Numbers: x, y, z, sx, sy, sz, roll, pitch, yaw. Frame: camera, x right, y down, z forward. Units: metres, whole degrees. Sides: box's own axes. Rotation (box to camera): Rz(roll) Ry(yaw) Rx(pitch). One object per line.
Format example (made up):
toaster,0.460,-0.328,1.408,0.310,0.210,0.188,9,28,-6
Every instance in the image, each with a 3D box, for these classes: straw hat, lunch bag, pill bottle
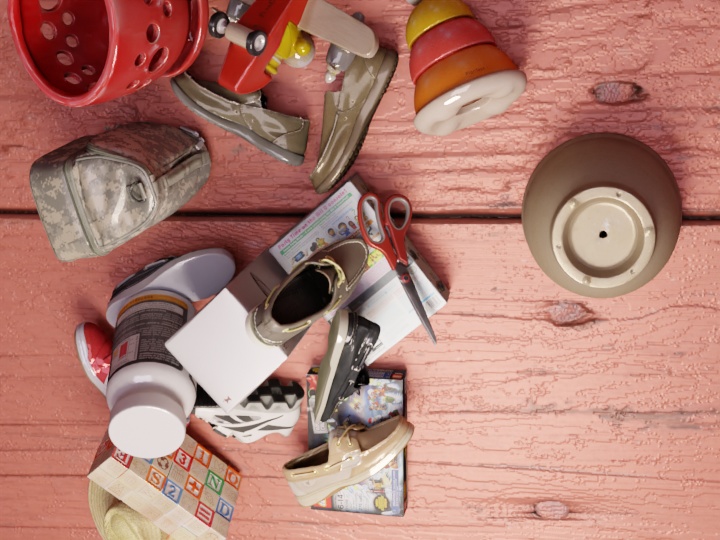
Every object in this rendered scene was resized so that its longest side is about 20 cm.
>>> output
straw hat,-0.323,0.366,1.561,0.197,0.085,0.205,3,105,11
lunch bag,-0.293,-0.111,1.368,0.165,0.200,0.142,-9,106,17
pill bottle,-0.264,0.131,1.382,0.114,0.202,0.118,-2,131,-2

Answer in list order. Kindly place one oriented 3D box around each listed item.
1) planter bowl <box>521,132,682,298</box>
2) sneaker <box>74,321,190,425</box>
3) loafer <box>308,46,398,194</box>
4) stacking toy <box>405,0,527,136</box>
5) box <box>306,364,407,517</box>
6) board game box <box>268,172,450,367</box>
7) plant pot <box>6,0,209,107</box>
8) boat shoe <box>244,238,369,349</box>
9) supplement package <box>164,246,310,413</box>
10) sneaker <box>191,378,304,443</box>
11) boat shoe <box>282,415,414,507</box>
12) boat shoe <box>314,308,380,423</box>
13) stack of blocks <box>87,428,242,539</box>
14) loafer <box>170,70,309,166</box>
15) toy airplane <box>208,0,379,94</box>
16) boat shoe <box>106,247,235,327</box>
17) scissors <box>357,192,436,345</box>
planter bowl,0.287,-0.054,1.293,0.196,0.135,0.204,3,105,12
sneaker,-0.309,0.146,1.505,0.111,0.071,0.202,-21,107,20
loafer,-0.019,-0.193,1.355,0.067,0.076,0.202,28,99,3
stacking toy,0.103,-0.277,1.293,0.144,0.146,0.203,-22,82,17
box,-0.004,0.234,1.482,0.134,0.040,0.204,2,106,12
board game box,0.000,0.000,1.406,0.147,0.064,0.201,-37,96,17
plant pot,-0.293,-0.309,1.298,0.198,0.181,0.204,13,112,36
boat shoe,-0.052,0.020,1.291,0.072,0.201,0.060,52,145,-2
supplement package,-0.142,0.071,1.382,0.117,0.200,0.117,-41,95,19
sneaker,-0.178,0.198,1.471,0.196,0.074,0.090,6,118,-12
boat shoe,-0.021,0.241,1.427,0.199,0.074,0.070,-34,102,19
boat shoe,-0.017,0.128,1.382,0.065,0.075,0.202,7,130,-10
stack of blocks,-0.263,0.281,1.478,0.199,0.116,0.058,41,121,-20
loafer,-0.149,-0.207,1.382,0.198,0.075,0.070,29,97,-2
toy airplane,-0.084,-0.309,1.312,0.196,0.142,0.203,-16,60,7
boat shoe,-0.255,0.011,1.459,0.198,0.068,0.072,-28,127,18
scissors,0.044,0.000,1.346,0.072,0.014,0.204,-10,88,-18
